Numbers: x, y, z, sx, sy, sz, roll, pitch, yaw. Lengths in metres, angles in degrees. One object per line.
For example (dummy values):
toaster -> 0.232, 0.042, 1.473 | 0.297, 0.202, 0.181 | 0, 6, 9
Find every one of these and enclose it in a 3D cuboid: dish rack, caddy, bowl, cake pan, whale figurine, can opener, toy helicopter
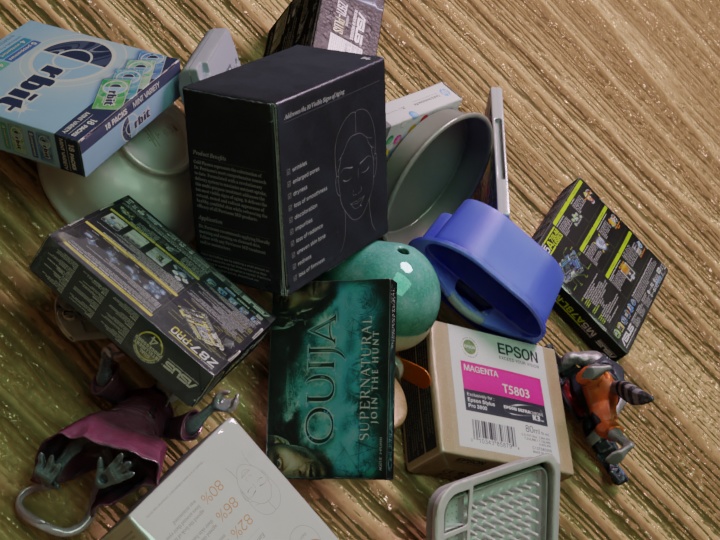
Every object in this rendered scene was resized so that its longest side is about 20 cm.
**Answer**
dish rack -> 0.138, 0.292, 1.276 | 0.198, 0.043, 0.174 | -9, 103, -40
caddy -> 0.147, 0.011, 1.421 | 0.199, 0.141, 0.106 | 39, 65, -11
bowl -> -0.234, -0.121, 1.254 | 0.199, 0.090, 0.204 | 18, 55, -28
cake pan -> 0.084, -0.110, 1.432 | 0.037, 0.202, 0.199 | 37, 40, 26
whale figurine -> 0.000, 0.000, 1.304 | 0.199, 0.105, 0.159 | 35, 32, 17
can opener -> -0.212, 0.032, 1.188 | 0.198, 0.067, 0.054 | -5, 57, -39
toy helicopter -> -0.008, 0.094, 1.309 | 0.131, 0.079, 0.201 | -9, 57, -33

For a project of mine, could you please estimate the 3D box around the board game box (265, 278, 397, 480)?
board game box -> -0.030, 0.111, 1.208 | 0.028, 0.133, 0.203 | 33, 56, -68

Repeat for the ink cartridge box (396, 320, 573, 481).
ink cartridge box -> 0.145, 0.161, 1.380 | 0.198, 0.075, 0.167 | 14, 57, -30

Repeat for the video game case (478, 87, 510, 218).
video game case -> 0.171, -0.114, 1.528 | 0.018, 0.144, 0.202 | 2, 58, -1

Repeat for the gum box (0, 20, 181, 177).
gum box -> -0.307, -0.178, 1.188 | 0.198, 0.045, 0.170 | 17, 42, 22

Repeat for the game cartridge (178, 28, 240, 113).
game cartridge -> -0.147, -0.151, 1.282 | 0.134, 0.040, 0.202 | -69, 153, -56

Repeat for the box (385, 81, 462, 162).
box -> 0.023, -0.132, 1.409 | 0.041, 0.157, 0.199 | 41, 42, 20

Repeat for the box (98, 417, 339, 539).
box -> -0.121, 0.270, 1.087 | 0.201, 0.106, 0.152 | 49, 45, -1

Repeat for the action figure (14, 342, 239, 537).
action figure -> -0.209, 0.156, 1.102 | 0.133, 0.150, 0.200 | 31, 21, 2

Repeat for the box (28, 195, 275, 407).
box -> -0.191, 0.023, 1.121 | 0.199, 0.049, 0.161 | 40, 22, 2

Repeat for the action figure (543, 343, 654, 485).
action figure -> 0.311, 0.171, 1.457 | 0.202, 0.104, 0.194 | 59, 10, -6

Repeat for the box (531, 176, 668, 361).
box -> 0.324, -0.003, 1.637 | 0.193, 0.047, 0.200 | 43, 47, -5

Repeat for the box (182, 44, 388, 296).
box -> -0.071, -0.110, 1.218 | 0.199, 0.123, 0.199 | -32, 130, -50

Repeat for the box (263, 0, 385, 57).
box -> -0.054, -0.248, 1.417 | 0.085, 0.164, 0.202 | 25, 50, -22
